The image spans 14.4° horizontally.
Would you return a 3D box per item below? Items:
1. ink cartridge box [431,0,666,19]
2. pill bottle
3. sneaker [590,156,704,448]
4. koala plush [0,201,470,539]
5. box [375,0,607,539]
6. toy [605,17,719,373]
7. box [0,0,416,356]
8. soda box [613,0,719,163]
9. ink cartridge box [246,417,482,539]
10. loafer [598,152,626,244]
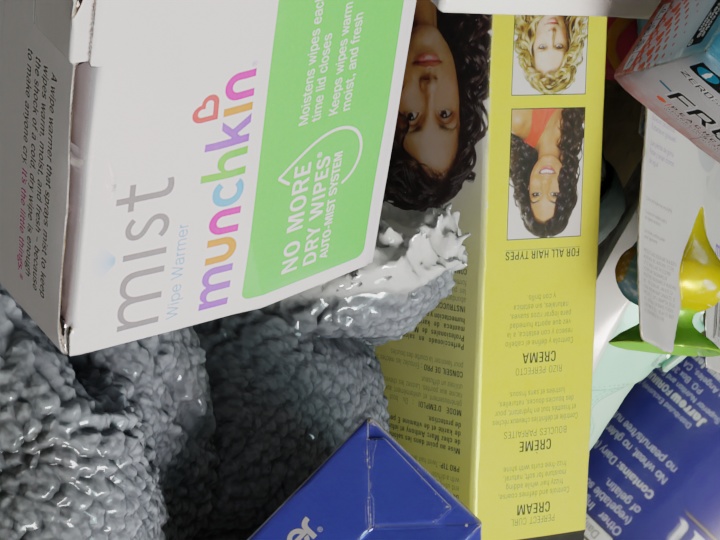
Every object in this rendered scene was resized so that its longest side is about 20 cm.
[{"bbox_3d":[0.043,-0.186,0.732,0.087,0.145,0.201,-2,125,-40],"label":"ink cartridge box"},{"bbox_3d":[0.105,0.112,1.077,0.200,0.116,0.116,-48,142,2],"label":"pill bottle"},{"bbox_3d":[0.136,0.014,0.992,0.118,0.074,0.201,30,103,-6],"label":"sneaker"},{"bbox_3d":[-0.069,0.046,0.795,0.199,0.184,0.178,0,124,-41],"label":"koala plush"},{"bbox_3d":[0.032,-0.012,0.869,0.050,0.075,0.202,-4,98,-38],"label":"box"},{"bbox_3d":[0.093,-0.071,0.901,0.115,0.047,0.202,21,69,-67],"label":"toy"},{"bbox_3d":[-0.068,-0.116,0.665,0.096,0.176,0.201,-17,132,-32],"label":"box"},{"bbox_3d":[0.151,-0.114,0.734,0.063,0.068,0.201,35,80,-12],"label":"soda box"},{"bbox_3d":[-0.012,0.114,0.802,0.094,0.044,0.200,-44,165,-13],"label":"ink cartridge box"},{"bbox_3d":[0.000,0.000,0.932,0.200,0.072,0.063,-36,122,-25],"label":"loafer"}]
